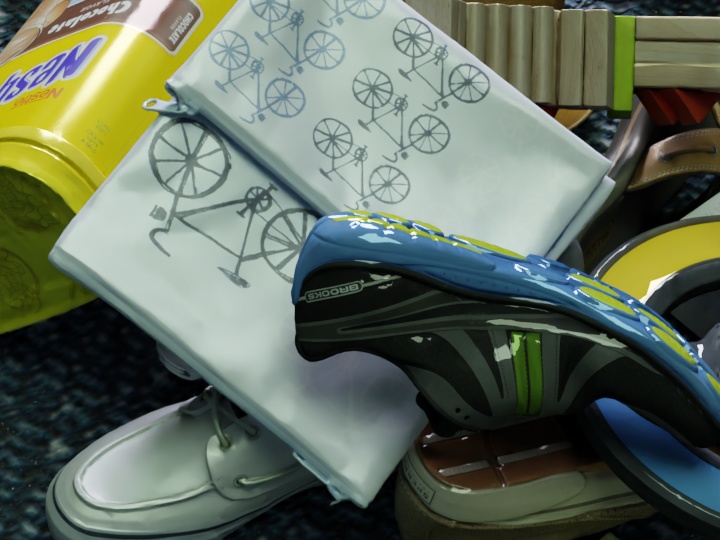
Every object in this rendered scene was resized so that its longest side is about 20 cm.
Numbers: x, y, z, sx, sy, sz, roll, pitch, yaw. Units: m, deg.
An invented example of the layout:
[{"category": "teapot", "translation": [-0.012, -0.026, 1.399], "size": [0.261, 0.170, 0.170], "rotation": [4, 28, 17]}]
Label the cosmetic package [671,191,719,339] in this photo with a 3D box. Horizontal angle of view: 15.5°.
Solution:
[{"category": "cosmetic package", "translation": [0.239, 0.037, 1.281], "size": [0.083, 0.051, 0.200], "rotation": [-31, 59, -32]}]

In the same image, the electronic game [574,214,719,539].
[{"category": "electronic game", "translation": [0.190, 0.050, 1.195], "size": [0.200, 0.042, 0.200], "rotation": [6, 46, -6]}]

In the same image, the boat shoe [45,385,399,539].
[{"category": "boat shoe", "translation": [-0.050, 0.070, 1.205], "size": [0.200, 0.067, 0.074], "rotation": [-19, 54, -22]}]

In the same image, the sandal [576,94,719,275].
[{"category": "sandal", "translation": [0.149, -0.043, 1.317], "size": [0.055, 0.082, 0.200], "rotation": [22, 52, 27]}]

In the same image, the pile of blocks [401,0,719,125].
[{"category": "pile of blocks", "translation": [0.088, -0.091, 1.263], "size": [0.200, 0.082, 0.062], "rotation": [3, 88, -19]}]

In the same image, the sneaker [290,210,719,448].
[{"category": "sneaker", "translation": [0.064, 0.036, 1.133], "size": [0.200, 0.083, 0.071], "rotation": [18, 12, -7]}]

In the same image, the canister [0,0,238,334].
[{"category": "canister", "translation": [-0.137, -0.070, 1.274], "size": [0.087, 0.149, 0.200], "rotation": [51, 45, -22]}]

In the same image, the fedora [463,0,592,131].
[{"category": "fedora", "translation": [0.043, -0.150, 1.373], "size": [0.201, 0.082, 0.201], "rotation": [15, 37, -12]}]

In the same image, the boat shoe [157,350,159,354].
[{"category": "boat shoe", "translation": [-0.069, -0.033, 1.297], "size": [0.066, 0.072, 0.200], "rotation": [4, 54, -3]}]

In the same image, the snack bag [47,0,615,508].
[{"category": "snack bag", "translation": [-0.014, -0.026, 1.169], "size": [0.189, 0.021, 0.200], "rotation": [39, 75, 0]}]

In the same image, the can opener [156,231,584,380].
[{"category": "can opener", "translation": [0.000, 0.000, 1.195], "size": [0.200, 0.067, 0.053], "rotation": [-16, 30, -9]}]

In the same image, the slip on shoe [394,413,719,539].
[{"category": "slip on shoe", "translation": [0.109, 0.090, 1.213], "size": [0.200, 0.061, 0.076], "rotation": [-10, 49, -24]}]

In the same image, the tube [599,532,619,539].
[{"category": "tube", "translation": [0.072, 0.183, 1.136], "size": [0.200, 0.052, 0.058], "rotation": [-31, 100, -35]}]
